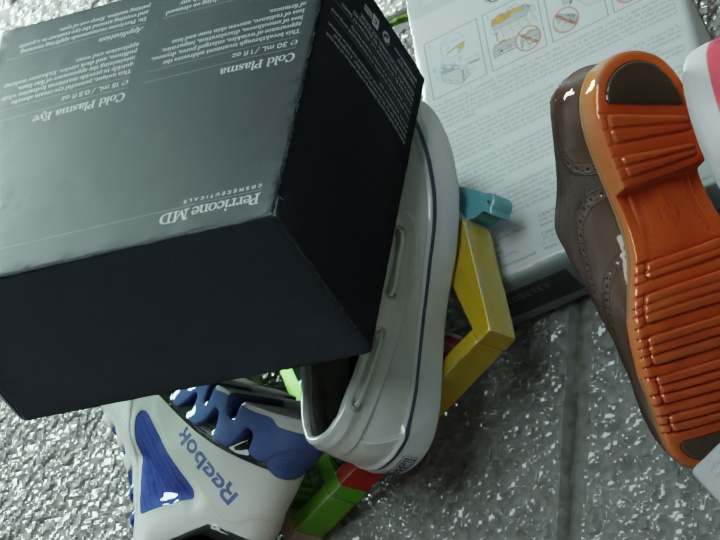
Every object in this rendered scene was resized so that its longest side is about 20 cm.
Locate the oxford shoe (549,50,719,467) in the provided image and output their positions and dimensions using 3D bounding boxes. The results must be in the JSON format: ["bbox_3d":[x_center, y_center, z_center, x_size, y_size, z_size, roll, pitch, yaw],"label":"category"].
[{"bbox_3d":[0.138,-0.003,1.433,0.073,0.071,0.200,-13,88,61],"label":"oxford shoe"}]

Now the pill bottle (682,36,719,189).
[{"bbox_3d":[0.262,-0.094,1.397,0.200,0.111,0.111,-25,52,21],"label":"pill bottle"}]

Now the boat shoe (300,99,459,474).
[{"bbox_3d":[0.000,0.000,1.476,0.072,0.066,0.200,-12,66,46],"label":"boat shoe"}]

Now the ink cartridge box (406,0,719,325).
[{"bbox_3d":[0.113,-0.085,1.540,0.162,0.057,0.200,-24,49,23],"label":"ink cartridge box"}]

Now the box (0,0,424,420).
[{"bbox_3d":[-0.089,-0.041,1.444,0.200,0.104,0.182,-12,44,26],"label":"box"}]

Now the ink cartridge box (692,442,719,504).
[{"bbox_3d":[0.254,0.120,1.304,0.116,0.067,0.200,-45,48,4],"label":"ink cartridge box"}]

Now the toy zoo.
[{"bbox_3d":[0.009,0.031,1.523,0.200,0.020,0.131,-47,45,27],"label":"toy zoo"}]

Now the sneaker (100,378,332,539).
[{"bbox_3d":[-0.098,0.101,1.544,0.199,0.081,0.115,24,96,52],"label":"sneaker"}]
